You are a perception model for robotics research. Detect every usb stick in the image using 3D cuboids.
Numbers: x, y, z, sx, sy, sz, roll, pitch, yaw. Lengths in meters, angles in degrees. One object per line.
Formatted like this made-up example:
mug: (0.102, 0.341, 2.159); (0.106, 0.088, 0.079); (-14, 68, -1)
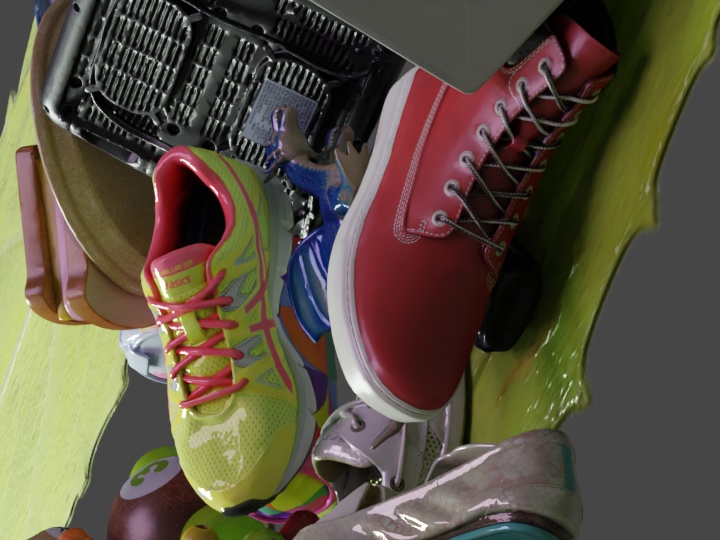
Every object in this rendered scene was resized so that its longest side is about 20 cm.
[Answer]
usb stick: (0.043, -0.019, 1.222); (0.200, 0.032, 0.056); (-126, 52, -61)

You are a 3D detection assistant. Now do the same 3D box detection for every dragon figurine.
dragon figurine: (0.000, 0.000, 1.197); (0.099, 0.058, 0.202); (132, 129, -61)

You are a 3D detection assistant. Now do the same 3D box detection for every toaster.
toaster: (-0.064, -0.127, 1.315); (0.119, 0.180, 0.201); (-66, 1, -49)

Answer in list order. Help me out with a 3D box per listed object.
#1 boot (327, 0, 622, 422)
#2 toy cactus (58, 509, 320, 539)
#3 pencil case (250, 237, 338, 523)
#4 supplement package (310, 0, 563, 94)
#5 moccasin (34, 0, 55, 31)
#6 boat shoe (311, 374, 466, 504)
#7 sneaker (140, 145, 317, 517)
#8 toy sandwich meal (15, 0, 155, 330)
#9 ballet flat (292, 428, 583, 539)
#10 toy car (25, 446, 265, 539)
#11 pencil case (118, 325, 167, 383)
boot: (0.058, -0.038, 1.088); (0.144, 0.072, 0.201); (-32, 38, 48)
toy cactus: (-0.120, 0.186, 1.215); (0.199, 0.165, 0.103); (-24, 98, 30)
pencil case: (-0.055, 0.044, 1.394); (0.088, 0.088, 0.202); (128, 146, -53)
supplement package: (0.040, -0.230, 1.073); (0.191, 0.147, 0.201); (-44, 37, 25)
moccasin: (-0.167, -0.139, 1.548); (0.068, 0.080, 0.202); (-26, 70, 57)
boat shoe: (0.010, 0.092, 1.216); (0.071, 0.069, 0.202); (137, 136, -59)
sneaker: (-0.078, 0.026, 1.224); (0.078, 0.090, 0.202); (-19, 62, 21)
toy sandwich meal: (-0.156, -0.063, 1.433); (0.070, 0.205, 0.207); (-15, 61, 23)
ballet flat: (0.026, 0.123, 1.126); (0.199, 0.067, 0.063); (-22, 47, 37)
toy car: (-0.177, 0.187, 1.499); (0.164, 0.198, 0.159); (-150, 69, -68)
pencil case: (-0.111, -0.028, 1.561); (0.083, 0.090, 0.202); (130, 142, -54)
